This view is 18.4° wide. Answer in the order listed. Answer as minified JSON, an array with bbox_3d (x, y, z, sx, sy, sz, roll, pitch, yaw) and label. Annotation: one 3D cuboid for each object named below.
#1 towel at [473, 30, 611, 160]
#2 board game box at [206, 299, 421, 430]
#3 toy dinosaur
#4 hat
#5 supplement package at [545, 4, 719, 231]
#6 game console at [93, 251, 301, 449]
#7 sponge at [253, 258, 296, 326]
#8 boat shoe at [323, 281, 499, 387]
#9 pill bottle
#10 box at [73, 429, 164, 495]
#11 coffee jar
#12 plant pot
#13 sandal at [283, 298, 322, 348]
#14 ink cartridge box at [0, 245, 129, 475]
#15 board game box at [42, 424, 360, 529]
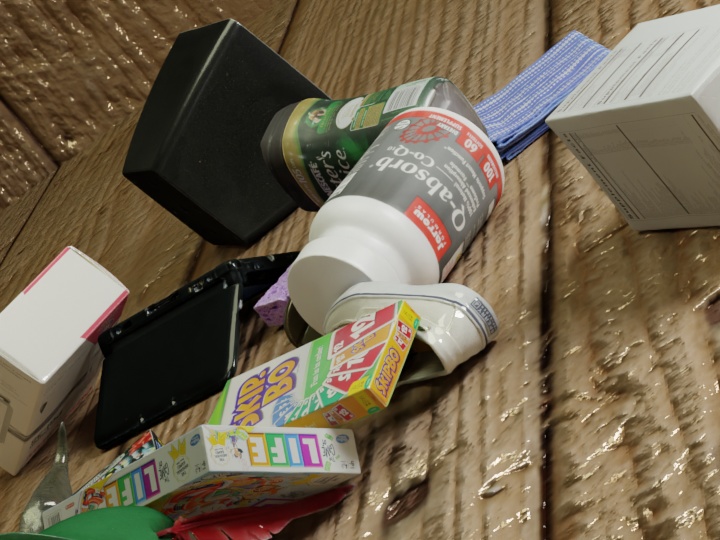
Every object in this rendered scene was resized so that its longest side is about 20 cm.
[{"bbox_3d":[0.163,-0.166,2.049,0.145,0.024,0.200,-38,15,3],"label":"towel"},{"bbox_3d":[-0.047,0.092,1.610,0.200,0.030,0.096,-29,25,37],"label":"board game box"},{"bbox_3d":[-0.214,0.214,1.639,0.102,0.201,0.077,-3,0,-40],"label":"toy dinosaur"},{"bbox_3d":[-0.144,0.164,1.495,0.165,0.200,0.176,-7,47,34],"label":"hat"},{"bbox_3d":[0.237,-0.105,1.509,0.110,0.114,0.200,-46,16,-17],"label":"supplement package"},{"bbox_3d":[-0.150,0.075,2.115,0.200,0.117,0.176,-28,-11,36],"label":"game console"},{"bbox_3d":[-0.007,-0.030,2.048,0.111,0.030,0.200,-22,23,48],"label":"sponge"},{"bbox_3d":[0.022,0.055,1.662,0.070,0.071,0.200,-44,22,-27],"label":"boat shoe"},{"bbox_3d":[0.028,-0.034,1.808,0.116,0.116,0.200,-24,21,45],"label":"pill bottle"},{"bbox_3d":[-0.233,0.224,1.833,0.200,0.040,0.137,-40,14,-1],"label":"box"},{"bbox_3d":[0.009,-0.110,1.994,0.200,0.104,0.085,-6,46,41],"label":"coffee jar"},{"bbox_3d":[-0.143,-0.135,2.414,0.178,0.200,0.199,-56,18,-11],"label":"plant pot"},{"bbox_3d":[0.000,0.000,1.896,0.200,0.082,0.055,-56,-1,-28],"label":"sandal"},{"bbox_3d":[-0.318,0.091,2.210,0.147,0.083,0.200,-50,-8,-35],"label":"ink cartridge box"},{"bbox_3d":[-0.114,0.157,1.570,0.134,0.034,0.200,4,-24,-41],"label":"board game box"}]
